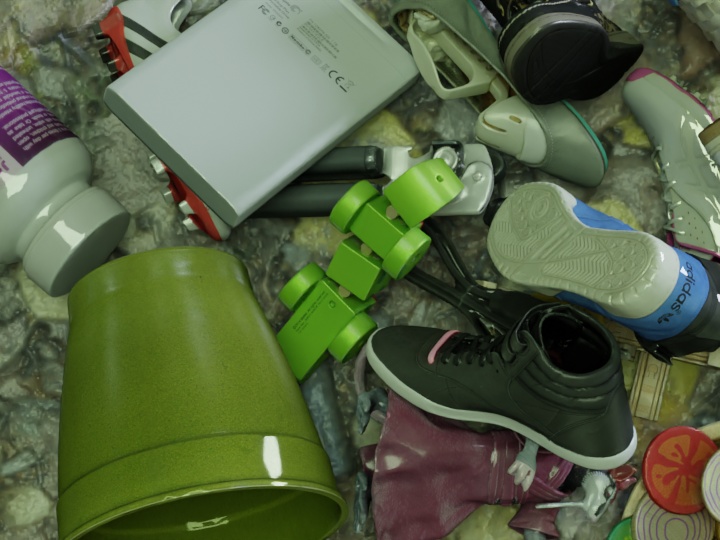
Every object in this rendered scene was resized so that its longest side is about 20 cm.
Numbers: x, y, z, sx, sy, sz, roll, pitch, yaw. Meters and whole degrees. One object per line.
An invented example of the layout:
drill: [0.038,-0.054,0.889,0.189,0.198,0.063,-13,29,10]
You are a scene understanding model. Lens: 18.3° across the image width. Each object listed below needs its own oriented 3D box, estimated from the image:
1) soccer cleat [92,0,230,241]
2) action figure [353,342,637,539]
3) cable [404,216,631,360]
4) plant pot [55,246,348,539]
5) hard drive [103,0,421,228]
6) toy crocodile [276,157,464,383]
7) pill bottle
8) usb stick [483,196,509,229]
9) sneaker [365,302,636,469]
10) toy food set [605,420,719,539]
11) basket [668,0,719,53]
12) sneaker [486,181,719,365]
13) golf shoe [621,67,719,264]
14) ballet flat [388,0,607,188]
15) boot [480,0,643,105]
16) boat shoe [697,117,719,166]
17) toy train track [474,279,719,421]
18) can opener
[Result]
soccer cleat: [-0.124,-0.116,1.617,0.085,0.069,0.200,-24,69,-6]
action figure: [0.094,0.140,1.559,0.199,0.134,0.149,1,38,-7]
cable: [0.093,0.032,1.576,0.200,0.050,0.097,25,82,27]
plant pot: [-0.123,0.094,1.533,0.200,0.200,0.193,-13,67,2]
hard drive: [-0.067,-0.132,1.592,0.132,0.027,0.200,44,57,9]
toy crocodile: [0.000,0.000,1.567,0.067,0.062,0.200,41,119,13]
pill bottle: [-0.264,-0.076,1.601,0.200,0.112,0.112,42,86,10]
usb stick: [0.178,0.000,1.561,0.200,0.055,0.033,28,104,23]
sneaker: [0.094,0.053,1.479,0.200,0.099,0.071,21,47,24]
toy food set: [0.269,0.196,1.532,0.199,0.049,0.199,-16,84,-2]
basket: [0.280,-0.250,1.573,0.176,0.139,0.200,-36,89,-1]
sneaker: [0.172,0.005,1.496,0.111,0.200,0.077,32,85,-32]
golf shoe: [0.240,-0.054,1.575,0.091,0.075,0.200,-38,78,-3]
ballet flat: [0.093,-0.125,1.601,0.064,0.067,0.200,-31,72,-29]
boot: [0.111,-0.193,1.558,0.073,0.200,0.151,-47,73,22]
boat shoe: [0.320,-0.100,1.548,0.200,0.072,0.065,-22,79,-36]
toy train track: [0.171,0.038,1.585,0.199,0.033,0.115,13,81,8]
can opener: [0.004,-0.060,1.607,0.199,0.066,0.053,-1,76,13]
